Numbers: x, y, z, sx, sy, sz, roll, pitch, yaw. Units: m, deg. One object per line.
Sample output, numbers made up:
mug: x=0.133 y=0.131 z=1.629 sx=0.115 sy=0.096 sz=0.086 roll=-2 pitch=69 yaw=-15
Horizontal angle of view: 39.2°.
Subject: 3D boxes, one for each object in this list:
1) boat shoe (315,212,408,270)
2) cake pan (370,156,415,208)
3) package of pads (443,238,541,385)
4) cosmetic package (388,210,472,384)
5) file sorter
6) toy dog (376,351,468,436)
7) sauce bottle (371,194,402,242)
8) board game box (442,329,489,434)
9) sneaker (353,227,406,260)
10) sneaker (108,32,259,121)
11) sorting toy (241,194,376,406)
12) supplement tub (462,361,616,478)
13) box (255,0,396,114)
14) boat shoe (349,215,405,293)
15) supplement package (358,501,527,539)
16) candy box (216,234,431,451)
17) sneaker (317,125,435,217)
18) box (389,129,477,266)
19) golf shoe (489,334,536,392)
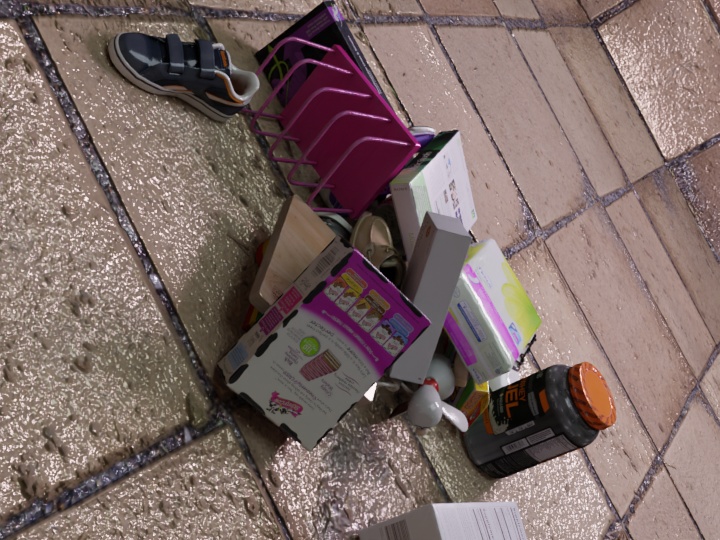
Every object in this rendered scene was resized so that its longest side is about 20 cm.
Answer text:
boat shoe: x=0.000 y=0.000 z=1.371 sx=0.201 sy=0.072 sz=0.061 roll=37 pitch=40 yaw=-23
cake pan: x=0.024 y=-0.175 z=1.581 sx=0.200 sy=0.037 sz=0.201 roll=37 pitch=38 yaw=-36
package of pads: x=0.170 y=0.049 z=1.399 sx=0.155 sy=0.068 sz=0.200 roll=60 pitch=26 yaw=-3
cosmetic package: x=0.080 y=0.033 z=1.269 sx=0.050 sy=0.201 sz=0.083 roll=13 pitch=17 yaw=-13
file sorter: x=-0.052 y=-0.190 z=1.330 sx=0.125 sy=0.139 sz=0.200 roll=1 pitch=48 yaw=-54
toy dog: x=0.087 y=0.171 z=1.337 sx=0.200 sy=0.132 sz=0.097 roll=-24 pitch=124 yaw=-56
sauce bottle: x=0.083 y=-0.100 z=1.475 sx=0.065 sy=0.065 sz=0.200 roll=58 pitch=35 yaw=-5
board game box: x=0.151 y=0.130 z=1.464 sx=0.030 sy=0.096 sz=0.201 roll=9 pitch=50 yaw=-16
sneaker: x=0.061 y=-0.056 z=1.508 sx=0.087 sy=0.074 sz=0.200 roll=57 pitch=29 yaw=5
sneaker: x=-0.212 y=-0.255 z=1.252 sx=0.200 sy=0.079 sz=0.079 roll=18 pitch=51 yaw=-48
sorting toy: x=-0.059 y=0.044 z=1.242 sx=0.200 sy=0.069 sz=0.199 roll=46 pitch=33 yaw=-24
supplement tub: x=0.254 y=0.211 z=1.445 sx=0.122 sy=0.200 sz=0.123 roll=37 pitch=37 yaw=-35
box: x=-0.048 y=-0.259 z=1.439 sx=0.200 sy=0.143 sz=0.036 roll=60 pitch=32 yaw=-1
boat shoe: x=0.029 y=0.003 z=1.274 sx=0.072 sy=0.065 sz=0.200 roll=39 pitch=36 yaw=-33
supplement package: x=0.109 y=0.343 z=1.201 sx=0.200 sy=0.114 sz=0.110 roll=16 pitch=53 yaw=-52
candy box: x=-0.040 y=0.081 z=1.114 sx=0.136 sy=0.200 sz=0.061 roll=44 pitch=-1 yaw=-26
sneaker: x=0.030 y=-0.142 z=1.464 sx=0.200 sy=0.081 sz=0.084 roll=-34 pitch=97 yaw=-18
box: x=0.106 y=-0.095 z=1.416 sx=0.200 sy=0.036 sz=0.145 roll=-49 pitch=131 yaw=-54
golf shoe: x=0.234 y=0.123 z=1.596 sx=0.078 sy=0.094 sz=0.201 roll=31 pitch=43 yaw=-42
